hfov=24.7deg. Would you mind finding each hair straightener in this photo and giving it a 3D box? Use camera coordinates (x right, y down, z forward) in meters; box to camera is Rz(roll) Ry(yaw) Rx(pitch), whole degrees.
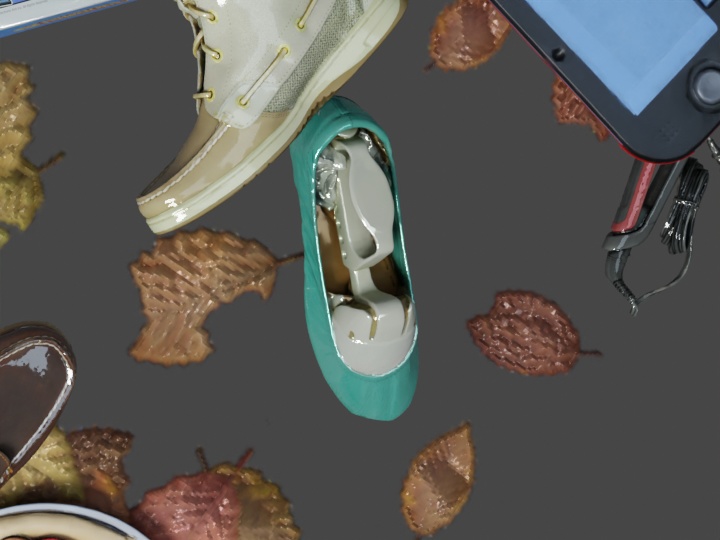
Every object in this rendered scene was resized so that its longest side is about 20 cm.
[{"bbox_3d":[0.207,-0.065,1.024,0.076,0.041,0.202,18,89,-20],"label":"hair straightener"}]

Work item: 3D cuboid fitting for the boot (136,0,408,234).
[{"bbox_3d":[-0.087,-0.135,0.905,0.200,0.072,0.155,-47,110,-11],"label":"boot"}]

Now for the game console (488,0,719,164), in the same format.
[{"bbox_3d":[0.171,-0.184,0.975,0.177,0.031,0.200,-44,98,1],"label":"game console"}]

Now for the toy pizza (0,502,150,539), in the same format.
[{"bbox_3d":[-0.187,0.233,0.945,0.198,0.032,0.203,-4,103,-19],"label":"toy pizza"}]

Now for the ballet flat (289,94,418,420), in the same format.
[{"bbox_3d":[0.000,0.000,0.954,0.067,0.070,0.203,-14,103,-15],"label":"ballet flat"}]

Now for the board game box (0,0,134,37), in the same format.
[{"bbox_3d":[-0.206,-0.216,0.827,0.197,0.056,0.198,-14,97,1],"label":"board game box"}]

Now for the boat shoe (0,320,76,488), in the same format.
[{"bbox_3d":[-0.231,0.110,0.899,0.200,0.070,0.070,-45,108,-8],"label":"boat shoe"}]
